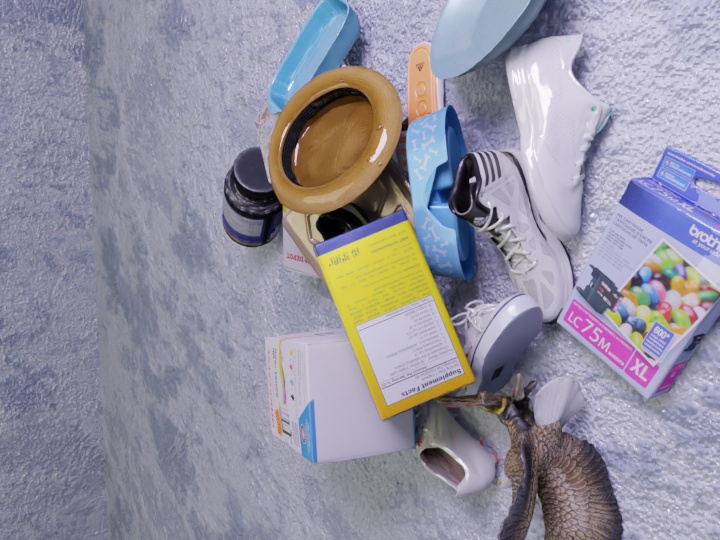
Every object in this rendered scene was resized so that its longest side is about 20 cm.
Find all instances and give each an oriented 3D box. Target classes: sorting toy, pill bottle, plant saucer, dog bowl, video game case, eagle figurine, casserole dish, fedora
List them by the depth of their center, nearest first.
[{"bbox_3d":[0.147,-0.282,0.638,0.201,0.039,0.202,-48,29,38],"label":"plant saucer"},{"bbox_3d":[0.181,0.220,0.642,0.151,0.151,0.201,59,-164,-55],"label":"eagle figurine"},{"bbox_3d":[0.094,-0.086,0.718,0.049,0.111,0.201,-4,97,21],"label":"dog bowl"},{"bbox_3d":[-0.024,-0.155,0.783,0.200,0.082,0.202,-9,73,29],"label":"fedora"},{"bbox_3d":[0.006,-0.053,0.854,0.200,0.036,0.185,-40,81,27],"label":"sorting toy"},{"bbox_3d":[-0.066,-0.308,0.899,0.200,0.039,0.121,-55,38,15],"label":"casserole dish"},{"bbox_3d":[-0.091,-0.255,0.949,0.200,0.023,0.182,-46,41,26],"label":"video game case"},{"bbox_3d":[-0.184,-0.127,1.083,0.200,0.111,0.112,123,131,-64],"label":"pill bottle"}]

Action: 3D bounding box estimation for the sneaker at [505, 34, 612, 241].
[{"bbox_3d":[0.205,-0.131,0.609,0.088,0.075,0.201,-11,96,24],"label":"sneaker"}]

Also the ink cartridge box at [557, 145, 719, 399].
[{"bbox_3d":[0.269,0.003,0.559,0.119,0.042,0.201,47,130,40],"label":"ink cartridge box"}]

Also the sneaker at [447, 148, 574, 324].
[{"bbox_3d":[0.148,-0.034,0.657,0.076,0.115,0.202,-30,72,51],"label":"sneaker"}]

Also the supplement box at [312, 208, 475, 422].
[{"bbox_3d":[0.034,0.051,0.697,0.110,0.108,0.201,93,156,-83],"label":"supplement box"}]

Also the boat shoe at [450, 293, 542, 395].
[{"bbox_3d":[0.140,0.069,0.696,0.086,0.074,0.202,57,163,29],"label":"boat shoe"}]

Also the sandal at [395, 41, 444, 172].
[{"bbox_3d":[0.068,-0.187,0.794,0.079,0.059,0.208,-1,96,55],"label":"sandal"}]

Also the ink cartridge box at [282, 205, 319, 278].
[{"bbox_3d":[-0.054,-0.096,0.965,0.145,0.084,0.201,13,106,53],"label":"ink cartridge box"}]

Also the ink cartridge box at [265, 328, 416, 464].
[{"bbox_3d":[-0.035,0.160,0.843,0.200,0.144,0.148,171,96,-67],"label":"ink cartridge box"}]

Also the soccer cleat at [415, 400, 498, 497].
[{"bbox_3d":[0.092,0.212,0.809,0.200,0.077,0.070,39,128,41],"label":"soccer cleat"}]

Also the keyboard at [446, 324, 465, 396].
[{"bbox_3d":[0.107,0.156,0.848,0.056,0.011,0.200,54,137,28],"label":"keyboard"}]

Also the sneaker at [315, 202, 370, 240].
[{"bbox_3d":[0.000,0.000,0.799,0.072,0.083,0.200,-38,83,27],"label":"sneaker"}]
